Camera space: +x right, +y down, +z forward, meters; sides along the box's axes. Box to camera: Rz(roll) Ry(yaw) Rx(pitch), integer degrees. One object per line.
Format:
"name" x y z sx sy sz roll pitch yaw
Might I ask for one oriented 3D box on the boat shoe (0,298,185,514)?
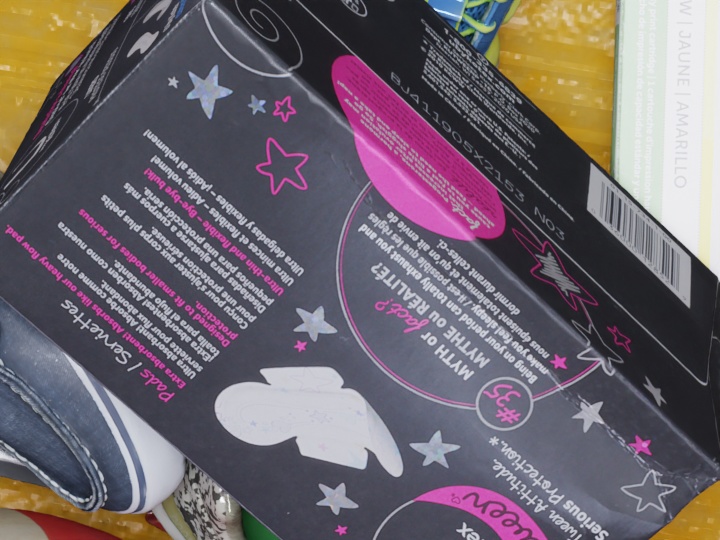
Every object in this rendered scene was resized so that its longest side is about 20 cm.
"boat shoe" -0.145 0.015 0.822 0.200 0.071 0.091 49 59 -7

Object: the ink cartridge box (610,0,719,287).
"ink cartridge box" 0.182 -0.063 0.902 0.199 0.048 0.147 2 92 3

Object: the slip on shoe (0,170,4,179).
"slip on shoe" -0.157 -0.026 0.899 0.200 0.074 0.061 42 96 -6

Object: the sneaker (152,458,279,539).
"sneaker" 0.008 0.114 0.879 0.200 0.089 0.077 41 93 -16

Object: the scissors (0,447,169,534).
"scissors" -0.067 0.066 0.910 0.199 0.014 0.073 28 99 -12

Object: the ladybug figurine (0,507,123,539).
"ladybug figurine" -0.076 0.141 0.853 0.072 0.136 0.200 -26 136 33

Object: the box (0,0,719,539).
"box" 0.000 0.000 0.823 0.200 0.132 0.115 43 113 -13

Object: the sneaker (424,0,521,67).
"sneaker" 0.026 -0.109 0.871 0.075 0.105 0.201 29 93 -1
